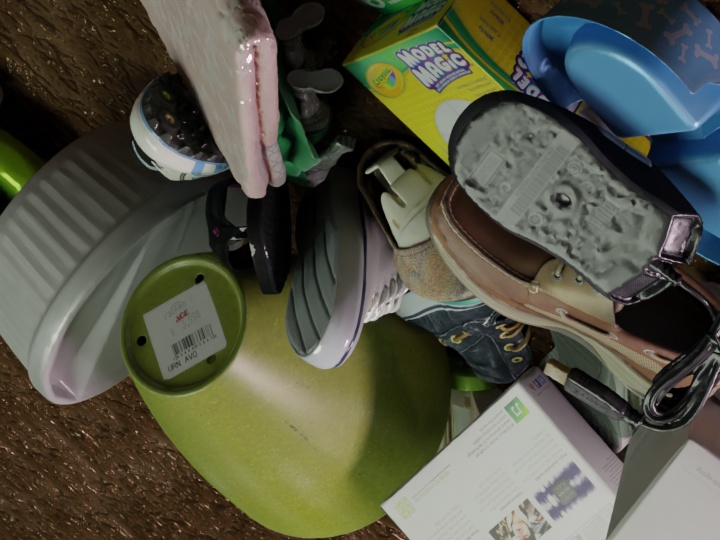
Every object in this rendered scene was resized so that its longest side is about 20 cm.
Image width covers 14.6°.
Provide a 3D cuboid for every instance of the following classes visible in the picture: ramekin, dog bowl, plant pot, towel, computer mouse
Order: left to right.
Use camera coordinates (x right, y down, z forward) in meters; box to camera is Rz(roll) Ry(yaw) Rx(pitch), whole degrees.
[{"bbox_3d":[-0.173,-0.013,1.912,0.094,0.202,0.203,42,160,15],"label":"ramekin"},{"bbox_3d":[-0.095,-0.162,1.595,0.200,0.032,0.191,61,168,23],"label":"towel"},{"bbox_3d":[-0.065,0.062,1.828,0.187,0.188,0.200,22,174,31],"label":"plant pot"},{"bbox_3d":[0.124,-0.006,1.494,0.200,0.046,0.141,32,119,2],"label":"computer mouse"},{"bbox_3d":[0.171,-0.079,1.468,0.200,0.050,0.111,45,156,-23],"label":"dog bowl"}]

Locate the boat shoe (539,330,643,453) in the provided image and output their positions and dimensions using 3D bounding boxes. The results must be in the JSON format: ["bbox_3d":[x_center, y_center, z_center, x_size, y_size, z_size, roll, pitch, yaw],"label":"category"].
[{"bbox_3d":[0.155,0.049,1.729,0.074,0.065,0.202,44,163,25],"label":"boat shoe"}]

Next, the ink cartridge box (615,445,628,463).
[{"bbox_3d":[0.187,0.217,1.848,0.146,0.083,0.201,7,102,50],"label":"ink cartridge box"}]

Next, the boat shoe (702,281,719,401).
[{"bbox_3d":[0.265,0.065,1.610,0.200,0.071,0.069,40,132,11],"label":"boat shoe"}]

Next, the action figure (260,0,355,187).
[{"bbox_3d":[-0.034,-0.098,1.678,0.200,0.054,0.119,93,165,-76],"label":"action figure"}]

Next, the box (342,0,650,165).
[{"bbox_3d":[0.077,-0.093,1.580,0.200,0.048,0.117,44,156,-15],"label":"box"}]

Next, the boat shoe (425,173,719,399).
[{"bbox_3d":[0.130,0.002,1.554,0.200,0.076,0.072,30,155,-12],"label":"boat shoe"}]

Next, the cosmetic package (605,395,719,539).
[{"bbox_3d":[0.213,0.128,1.635,0.107,0.085,0.200,36,-164,-2],"label":"cosmetic package"}]

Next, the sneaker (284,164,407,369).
[{"bbox_3d":[0.000,0.000,1.745,0.071,0.200,0.073,26,120,-14],"label":"sneaker"}]

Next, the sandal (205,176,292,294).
[{"bbox_3d":[-0.070,-0.031,1.750,0.200,0.048,0.076,-89,-7,-77],"label":"sandal"}]

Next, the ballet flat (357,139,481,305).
[{"bbox_3d":[0.035,-0.034,1.661,0.067,0.068,0.200,56,175,-20],"label":"ballet flat"}]

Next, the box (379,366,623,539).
[{"bbox_3d":[0.126,0.179,1.772,0.200,0.036,0.144,50,123,5],"label":"box"}]

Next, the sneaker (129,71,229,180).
[{"bbox_3d":[-0.112,-0.082,1.729,0.072,0.072,0.200,53,-171,-1],"label":"sneaker"}]

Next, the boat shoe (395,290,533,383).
[{"bbox_3d":[0.091,0.017,1.756,0.091,0.071,0.200,39,164,-11],"label":"boat shoe"}]

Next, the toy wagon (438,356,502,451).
[{"bbox_3d":[0.079,0.143,1.901,0.200,0.039,0.156,-165,72,-71],"label":"toy wagon"}]

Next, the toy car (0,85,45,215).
[{"bbox_3d":[-0.302,-0.047,2.073,0.200,0.150,0.175,4,141,52],"label":"toy car"}]
